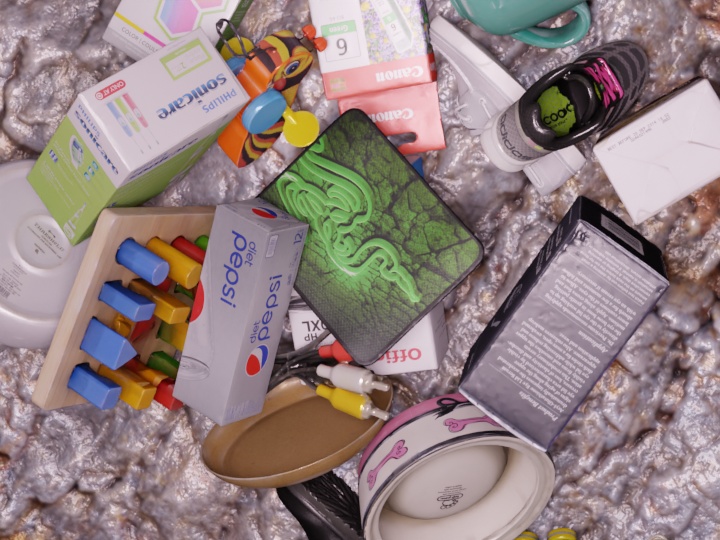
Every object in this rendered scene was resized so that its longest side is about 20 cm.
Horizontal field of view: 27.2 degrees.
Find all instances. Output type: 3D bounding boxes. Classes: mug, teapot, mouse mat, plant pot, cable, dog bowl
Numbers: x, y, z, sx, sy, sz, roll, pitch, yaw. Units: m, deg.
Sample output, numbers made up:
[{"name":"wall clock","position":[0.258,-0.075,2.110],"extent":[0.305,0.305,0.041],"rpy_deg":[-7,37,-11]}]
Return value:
[{"name":"mug","position":[0.133,-0.278,1.349],"extent":[0.113,0.152,0.187],"rpy_deg":[-23,97,16]},{"name":"teapot","position":[-0.331,-0.003,1.485],"extent":[0.195,0.146,0.203],"rpy_deg":[-3,73,-28]},{"name":"mouse mat","position":[-0.001,-0.033,1.384],"extent":[0.161,0.008,0.200],"rpy_deg":[-43,72,4]},{"name":"plant pot","position":[-0.058,0.155,1.443],"extent":[0.197,0.201,0.028],"rpy_deg":[-16,110,12]},{"name":"cable","position":[-0.056,0.088,1.416],"extent":[0.197,0.050,0.099],"rpy_deg":[1,92,24]},{"name":"dog bowl","position":[0.085,0.202,1.444],"extent":[0.197,0.074,0.202],"rpy_deg":[-13,136,-13]}]

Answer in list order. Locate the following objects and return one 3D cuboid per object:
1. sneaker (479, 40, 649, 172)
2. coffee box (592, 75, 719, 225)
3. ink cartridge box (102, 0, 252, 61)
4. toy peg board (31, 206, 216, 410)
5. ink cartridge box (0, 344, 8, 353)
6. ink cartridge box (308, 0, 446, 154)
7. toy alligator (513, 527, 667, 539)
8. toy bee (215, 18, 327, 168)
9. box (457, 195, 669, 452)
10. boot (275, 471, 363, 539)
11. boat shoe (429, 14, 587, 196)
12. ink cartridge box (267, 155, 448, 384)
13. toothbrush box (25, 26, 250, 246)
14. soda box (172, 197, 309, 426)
[{"name":"sneaker","position":[0.203,-0.157,1.353],"extent":[0.199,0.087,0.074],"rpy_deg":[-31,93,-27]},{"name":"coffee box","position":[0.277,-0.112,1.332],"extent":[0.112,0.200,0.080],"rpy_deg":[-31,91,14]},{"name":"ink cartridge box","position":[-0.155,-0.284,1.442],"extent":[0.103,0.059,0.201],"rpy_deg":[33,104,2]},{"name":"toy peg board","position":[-0.189,0.050,1.430],"extent":[0.097,0.199,0.202],"rpy_deg":[28,104,22]},{"name":"ink cartridge box","position":[-0.443,0.051,1.476],"extent":[0.083,0.200,0.147],"rpy_deg":[-36,94,24]},{"name":"ink cartridge box","position":[0.015,-0.208,1.433],"extent":[0.107,0.050,0.203],"rpy_deg":[-8,99,11]},{"name":"toy alligator","position":[0.214,0.298,1.499],"extent":[0.197,0.060,0.055],"rpy_deg":[-6,142,9]},{"name":"toy bee","position":[-0.078,-0.178,1.409],"extent":[0.108,0.200,0.132],"rpy_deg":[-32,90,-22]},{"name":"box","position":[0.191,0.047,1.405],"extent":[0.104,0.148,0.201],"rpy_deg":[34,105,1]},{"name":"boot","position":[-0.048,0.310,1.528],"extent":[0.158,0.079,0.211],"rpy_deg":[-43,92,14]},{"name":"boat shoe","position":[0.128,-0.155,1.421],"extent":[0.068,0.072,0.200],"rpy_deg":[-44,101,11]},{"name":"ink cartridge box","position":[0.000,0.000,1.458],"extent":[0.142,0.084,0.203],"rpy_deg":[-7,100,13]},{"name":"toothbrush box","position":[-0.211,-0.121,1.387],"extent":[0.145,0.200,0.087],"rpy_deg":[-35,90,-31]},{"name":"soda box","position":[-0.113,0.038,1.389],"extent":[0.068,0.063,0.202],"rpy_deg":[28,114,29]}]
